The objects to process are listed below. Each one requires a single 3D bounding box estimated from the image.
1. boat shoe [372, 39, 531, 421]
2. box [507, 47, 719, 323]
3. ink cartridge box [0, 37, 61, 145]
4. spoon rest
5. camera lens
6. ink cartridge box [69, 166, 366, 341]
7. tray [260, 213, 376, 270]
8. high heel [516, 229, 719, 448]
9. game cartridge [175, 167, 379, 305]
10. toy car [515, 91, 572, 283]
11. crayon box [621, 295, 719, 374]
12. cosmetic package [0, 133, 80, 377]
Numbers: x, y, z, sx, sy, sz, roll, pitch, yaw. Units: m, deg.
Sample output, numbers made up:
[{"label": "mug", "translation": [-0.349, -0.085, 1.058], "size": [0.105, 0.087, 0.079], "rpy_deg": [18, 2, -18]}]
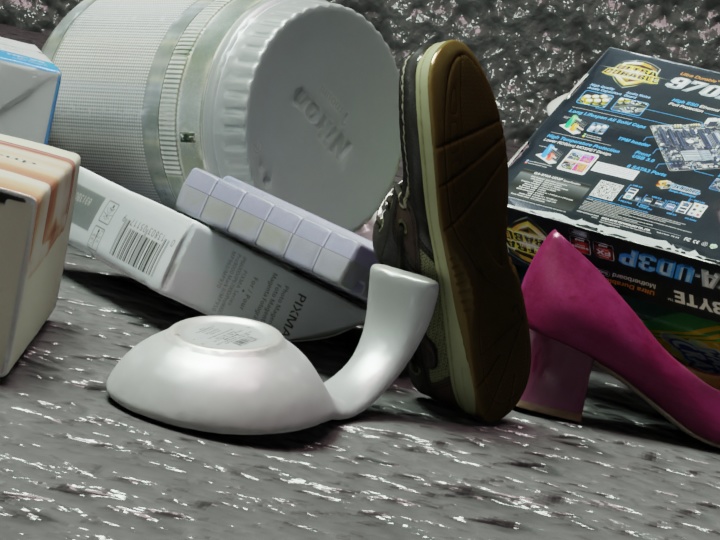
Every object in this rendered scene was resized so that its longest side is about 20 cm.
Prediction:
[{"label": "boat shoe", "translation": [0.037, -0.018, 1.399], "size": [0.065, 0.200, 0.073], "rpy_deg": [5, 23, 32]}, {"label": "box", "translation": [0.189, -0.046, 1.558], "size": [0.200, 0.046, 0.159], "rpy_deg": [16, 45, 29]}, {"label": "ink cartridge box", "translation": [-0.229, -0.081, 1.651], "size": [0.067, 0.116, 0.200], "rpy_deg": [11, 8, -14]}, {"label": "spoon rest", "translation": [-0.035, 0.047, 1.306], "size": [0.099, 0.061, 0.200], "rpy_deg": [16, 21, 34]}, {"label": "camera lens", "translation": [-0.093, -0.094, 1.717], "size": [0.200, 0.160, 0.160], "rpy_deg": [5, 0, 42]}, {"label": "ink cartridge box", "translation": [-0.063, 0.013, 1.585], "size": [0.200, 0.057, 0.163], "rpy_deg": [32, -5, -32]}, {"label": "tray", "translation": [-0.026, -0.024, 1.814], "size": [0.107, 0.022, 0.200], "rpy_deg": [-8, 7, 2]}, {"label": "high heel", "translation": [0.177, 0.041, 1.502], "size": [0.200, 0.096, 0.067], "rpy_deg": [10, 8, -22]}, {"label": "game cartridge", "translation": [0.000, 0.000, 1.535], "size": [0.130, 0.038, 0.200], "rpy_deg": [30, 2, 35]}, {"label": "toy car", "translation": [0.137, -0.014, 1.745], "size": [0.150, 0.175, 0.200], "rpy_deg": [51, 14, 7]}, {"label": "crayon box", "translation": [0.245, 0.048, 1.573], "size": [0.200, 0.052, 0.126], "rpy_deg": [17, -17, 34]}, {"label": "cosmetic package", "translation": [-0.196, -0.016, 1.324], "size": [0.103, 0.087, 0.200], "rpy_deg": [11, 7, -3]}]
